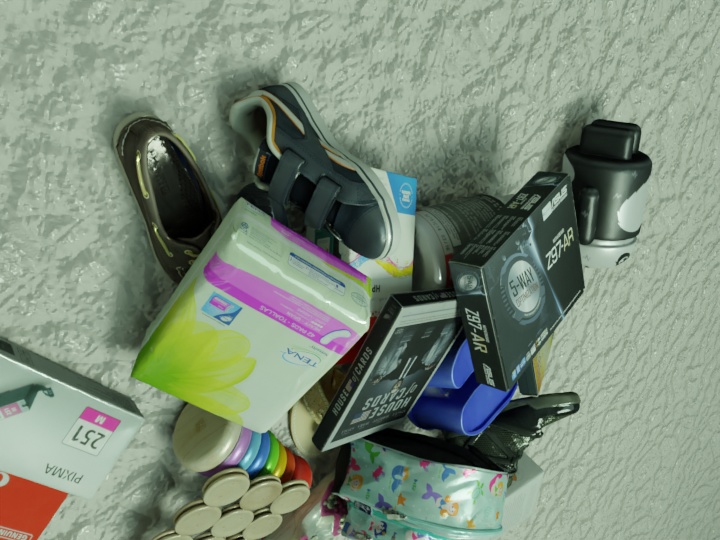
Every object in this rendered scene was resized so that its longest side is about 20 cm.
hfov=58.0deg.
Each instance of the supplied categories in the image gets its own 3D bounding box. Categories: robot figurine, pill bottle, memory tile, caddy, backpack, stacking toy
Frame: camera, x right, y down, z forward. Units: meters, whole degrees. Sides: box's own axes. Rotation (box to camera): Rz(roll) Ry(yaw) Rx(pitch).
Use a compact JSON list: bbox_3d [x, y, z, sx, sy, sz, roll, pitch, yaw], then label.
[{"bbox_3d":[0.343,-0.104,0.921,0.145,0.125,0.206,-6,114,-16],"label":"robot figurine"},{"bbox_3d":[0.129,-0.029,0.790,0.196,0.113,0.117,-15,119,-33],"label":"pill bottle"},{"bbox_3d":[-0.157,0.287,0.714,0.200,0.017,0.152,-46,139,14],"label":"memory tile"},{"bbox_3d":[0.129,0.126,0.865,0.198,0.103,0.146,-31,113,-42],"label":"caddy"},{"bbox_3d":[0.077,0.271,0.787,0.177,0.194,0.156,32,61,-58],"label":"backpack"},{"bbox_3d":[-0.119,0.212,0.731,0.086,0.085,0.201,-48,136,-10],"label":"stacking toy"}]

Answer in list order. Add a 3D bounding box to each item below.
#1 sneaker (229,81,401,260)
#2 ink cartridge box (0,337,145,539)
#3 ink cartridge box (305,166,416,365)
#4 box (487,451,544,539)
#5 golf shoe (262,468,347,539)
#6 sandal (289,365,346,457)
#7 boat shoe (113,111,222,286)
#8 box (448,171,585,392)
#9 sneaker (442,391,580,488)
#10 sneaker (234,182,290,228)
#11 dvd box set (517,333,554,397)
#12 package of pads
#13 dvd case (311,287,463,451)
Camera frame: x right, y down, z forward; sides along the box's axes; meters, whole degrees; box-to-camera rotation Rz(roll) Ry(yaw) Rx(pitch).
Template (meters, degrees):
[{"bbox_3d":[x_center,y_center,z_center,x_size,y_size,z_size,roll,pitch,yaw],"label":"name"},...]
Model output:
[{"bbox_3d":[-0.047,-0.082,0.584,0.078,0.201,0.079,-22,155,-37],"label":"sneaker"},{"bbox_3d":[-0.319,0.159,0.567,0.199,0.043,0.176,40,81,-42],"label":"ink cartridge box"},{"bbox_3d":[0.000,0.000,0.683,0.115,0.066,0.207,1,91,-52],"label":"ink cartridge box"},{"bbox_3d":[0.152,0.328,0.952,0.196,0.124,0.100,-19,130,-30],"label":"box"},{"bbox_3d":[-0.069,0.312,0.818,0.199,0.089,0.077,-41,122,-45],"label":"golf shoe"},{"bbox_3d":[-0.034,0.147,0.769,0.076,0.069,0.219,-7,113,-35],"label":"sandal"},{"bbox_3d":[-0.158,-0.042,0.593,0.071,0.059,0.204,-32,126,-23],"label":"boat shoe"},{"bbox_3d":[0.184,0.008,0.735,0.199,0.043,0.164,-40,125,-34],"label":"box"},{"bbox_3d":[0.215,0.235,0.890,0.194,0.117,0.076,-20,165,9],"label":"sneaker"},{"bbox_3d":[-0.083,-0.001,0.679,0.081,0.069,0.206,-31,130,-44],"label":"sneaker"},{"bbox_3d":[0.242,0.049,0.900,0.201,0.029,0.150,-56,136,-47],"label":"dvd box set"},{"bbox_3d":[-0.096,0.053,0.595,0.152,0.069,0.200,30,123,-23],"label":"package of pads"},{"bbox_3d":[0.040,0.106,0.715,0.148,0.025,0.203,-5,130,-48],"label":"dvd case"}]
